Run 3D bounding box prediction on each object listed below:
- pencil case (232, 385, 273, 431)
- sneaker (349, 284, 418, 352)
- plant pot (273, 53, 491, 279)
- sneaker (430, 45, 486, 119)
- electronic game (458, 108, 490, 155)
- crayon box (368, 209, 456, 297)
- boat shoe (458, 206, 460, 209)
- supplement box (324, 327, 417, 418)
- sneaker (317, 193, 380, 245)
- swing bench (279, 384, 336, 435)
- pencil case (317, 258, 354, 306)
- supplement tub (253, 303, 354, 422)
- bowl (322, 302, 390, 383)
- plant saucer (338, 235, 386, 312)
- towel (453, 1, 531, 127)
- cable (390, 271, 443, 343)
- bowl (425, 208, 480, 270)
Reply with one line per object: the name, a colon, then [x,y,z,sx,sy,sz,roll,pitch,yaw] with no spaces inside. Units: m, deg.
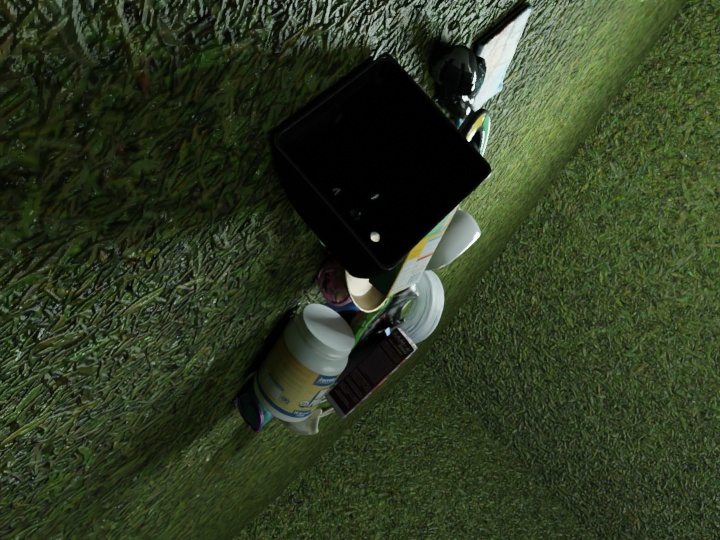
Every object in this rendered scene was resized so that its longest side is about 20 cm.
pencil case: [-0.181,0.263,1.320,0.199,0.085,0.093,-31,159,-49]
sneaker: [0.044,0.098,1.216,0.201,0.083,0.077,-49,-162,15]
plant pot: [0.014,-0.106,0.781,0.199,0.201,0.178,-41,174,-22]
sneaker: [0.155,-0.306,0.928,0.081,0.074,0.200,-59,173,0]
electronic game: [0.201,-0.208,1.154,0.201,0.041,0.203,-54,157,-34]
crayon box: [0.100,-0.060,1.069,0.125,0.051,0.203,-21,143,-56]
boat shoe: [0.181,-0.104,1.492,0.200,0.072,0.068,-48,172,36]
supplement box: [0.025,0.206,1.231,0.200,0.061,0.109,-44,170,3]
sneaker: [0.034,-0.092,0.954,0.137,0.080,0.199,-12,-166,39]
swing bench: [-0.118,0.332,1.586,0.199,0.130,0.200,-41,164,-23]
pencil case: [0.000,0.000,1.189,0.198,0.083,0.088,-26,154,-54]
supplement tub: [-0.111,0.183,1.201,0.202,0.144,0.144,-55,163,25]
bowl: [-0.030,0.158,1.300,0.202,0.198,0.040,-52,-160,18]
plant saucer: [0.013,-0.029,1.095,0.198,0.035,0.208,-18,110,-57]
towel: [0.232,-0.360,1.080,0.146,0.022,0.201,-44,164,-21]
cable: [0.107,0.079,1.482,0.069,0.197,0.205,24,90,-51]
bowl: [0.140,-0.071,1.298,0.196,0.077,0.198,-3,-157,44]
